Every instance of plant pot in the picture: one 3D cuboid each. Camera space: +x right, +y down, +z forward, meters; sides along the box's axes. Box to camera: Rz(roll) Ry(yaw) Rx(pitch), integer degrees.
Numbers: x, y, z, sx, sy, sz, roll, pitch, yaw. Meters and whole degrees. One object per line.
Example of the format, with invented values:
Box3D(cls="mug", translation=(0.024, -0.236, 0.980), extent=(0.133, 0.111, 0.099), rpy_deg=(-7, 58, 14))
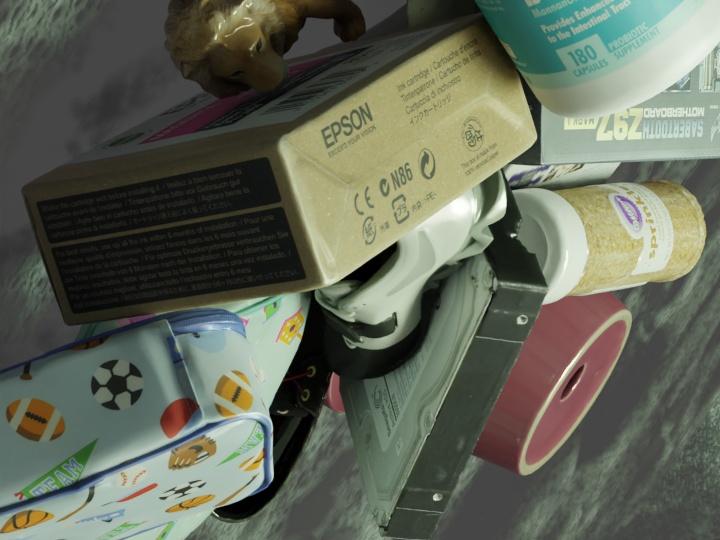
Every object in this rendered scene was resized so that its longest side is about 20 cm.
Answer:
Box3D(cls="plant pot", translation=(0.069, 0.032, 1.510), extent=(0.200, 0.179, 0.200), rpy_deg=(-48, 161, -22))

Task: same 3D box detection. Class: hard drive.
Box3D(cls="hard drive", translation=(0.042, 0.038, 1.339), extent=(0.038, 0.140, 0.201), rpy_deg=(7, 130, -20))

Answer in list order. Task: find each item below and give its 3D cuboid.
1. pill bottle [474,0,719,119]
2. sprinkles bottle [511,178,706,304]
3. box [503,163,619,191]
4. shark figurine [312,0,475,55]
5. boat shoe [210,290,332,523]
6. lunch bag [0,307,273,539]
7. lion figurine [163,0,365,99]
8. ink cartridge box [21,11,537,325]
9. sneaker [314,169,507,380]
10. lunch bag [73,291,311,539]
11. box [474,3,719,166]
Box3D(cls="pill bottle", translation=(0.084, -0.177, 1.076), extent=(0.110, 0.200, 0.111), rpy_deg=(-29, -155, 15))
Box3D(cls="sprinkles bottle", translation=(0.142, -0.019, 1.419), extent=(0.200, 0.068, 0.069), rpy_deg=(-8, 130, -57))
Box3D(cls="box", translation=(0.129, -0.095, 1.382), extent=(0.144, 0.036, 0.200), rpy_deg=(-20, 155, -43))
Box3D(cls="shark figurine", translation=(0.050, -0.164, 1.217), extent=(0.215, 0.128, 0.089), rpy_deg=(-60, 152, 7))
Box3D(cls="boat shoe", translation=(-0.048, 0.065, 1.413), extent=(0.202, 0.073, 0.063), rpy_deg=(-64, -155, 27))
Box3D(cls="lunch bag", translation=(-0.140, 0.092, 1.104), extent=(0.199, 0.076, 0.160), rpy_deg=(-17, 162, -9))
Box3D(cls="lion figurine", translation=(-0.026, -0.173, 1.101), extent=(0.122, 0.072, 0.201), rpy_deg=(19, 90, -62))
Box3D(cls="ink cartridge box", translation=(-0.036, -0.050, 1.108), extent=(0.200, 0.164, 0.076), rpy_deg=(-36, 112, -50))
Box3D(cls="sneaker", translation=(0.000, 0.000, 1.267), extent=(0.088, 0.074, 0.200), rpy_deg=(-15, 153, -30))
Box3D(cls="lunch bag", translation=(-0.114, 0.073, 1.261), extent=(0.160, 0.077, 0.201), rpy_deg=(-20, 140, -61))
Box3D(cls="box", translation=(0.140, -0.137, 1.236), extent=(0.199, 0.051, 0.159), rpy_deg=(-6, 98, -46))
